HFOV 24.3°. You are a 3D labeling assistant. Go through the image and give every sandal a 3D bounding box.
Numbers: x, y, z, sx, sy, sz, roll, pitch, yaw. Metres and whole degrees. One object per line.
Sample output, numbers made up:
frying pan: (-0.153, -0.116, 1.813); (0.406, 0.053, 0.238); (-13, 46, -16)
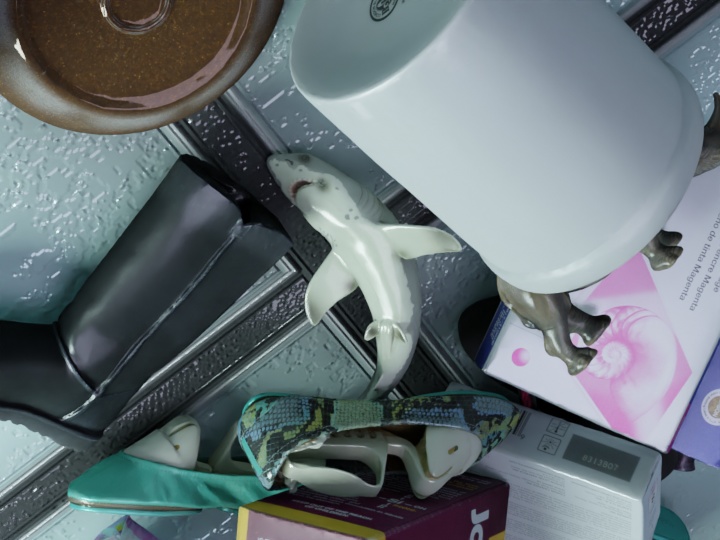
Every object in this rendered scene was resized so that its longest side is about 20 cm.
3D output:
sandal: (0.152, 0.090, 1.191); (0.200, 0.045, 0.075); (42, 117, -14)

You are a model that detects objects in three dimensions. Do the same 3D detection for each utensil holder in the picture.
utensil holder: (0.079, -0.108, 0.996); (0.170, 0.170, 0.200); (-47, 124, 10)

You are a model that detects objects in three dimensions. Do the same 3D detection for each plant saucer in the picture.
plant saucer: (-0.130, -0.160, 0.954); (0.199, 0.037, 0.201); (-12, 125, -17)

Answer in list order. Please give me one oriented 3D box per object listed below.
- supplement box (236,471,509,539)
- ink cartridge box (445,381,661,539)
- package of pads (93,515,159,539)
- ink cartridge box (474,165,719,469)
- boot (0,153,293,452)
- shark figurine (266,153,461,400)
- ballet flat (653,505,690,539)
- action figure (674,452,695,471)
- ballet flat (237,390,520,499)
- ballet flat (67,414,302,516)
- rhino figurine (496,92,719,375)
supplement box: (0.008, 0.210, 1.116); (0.200, 0.103, 0.132); (-9, 105, -59)
ink cartridge box: (0.136, 0.178, 1.225); (0.057, 0.162, 0.200); (-60, 156, -29)
package of pads: (-0.170, 0.272, 1.140); (0.120, 0.076, 0.200); (38, 118, 3)
ink cartridge box: (0.206, 0.017, 1.140); (0.199, 0.043, 0.197); (23, 95, -9)
boot: (-0.160, 0.010, 1.022); (0.200, 0.066, 0.165); (-43, 140, 16)
shark figurine: (0.014, 0.017, 1.108); (0.127, 0.090, 0.216); (3, 117, 15)
ballet flat: (0.177, 0.193, 1.300); (0.075, 0.068, 0.200); (-37, 132, 23)
action figure: (0.233, 0.046, 1.226); (0.129, 0.069, 0.201); (9, 113, -20)
ballet flat: (0.018, 0.119, 1.094); (0.199, 0.074, 0.075); (0, 121, -19)
ballet flat: (-0.104, 0.134, 1.145); (0.199, 0.067, 0.071); (8, 93, -28)
rhino figurine: (0.167, -0.036, 1.075); (0.087, 0.060, 0.200); (39, 92, -3)
